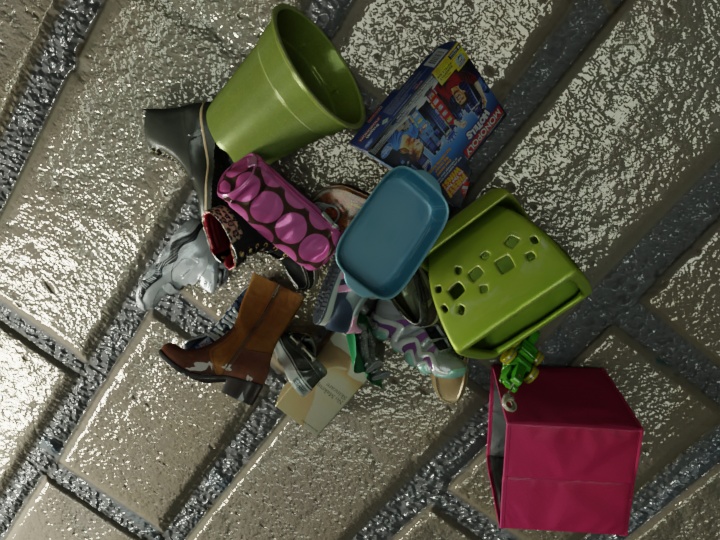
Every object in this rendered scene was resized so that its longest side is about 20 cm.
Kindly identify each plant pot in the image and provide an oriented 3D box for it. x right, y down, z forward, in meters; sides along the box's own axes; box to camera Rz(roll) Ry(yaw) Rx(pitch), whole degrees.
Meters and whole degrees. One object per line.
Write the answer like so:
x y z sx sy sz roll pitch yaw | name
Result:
-0.126 -0.251 0.840 0.189 0.200 0.201 -28 102 26 | plant pot
0.206 0.003 0.845 0.199 0.199 0.182 -36 65 17 | plant pot

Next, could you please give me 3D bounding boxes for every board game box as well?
0.119 -0.198 0.850 0.200 0.062 0.200 -49 127 0 | board game box

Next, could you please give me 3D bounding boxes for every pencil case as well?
-0.117 -0.091 0.854 0.093 0.091 0.200 -27 130 35 | pencil case

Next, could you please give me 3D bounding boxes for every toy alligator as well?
0.251 0.165 0.918 0.059 0.200 0.054 40 134 1 | toy alligator

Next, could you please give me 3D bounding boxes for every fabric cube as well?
0.323 0.290 0.933 0.197 0.196 0.202 1 107 5 | fabric cube

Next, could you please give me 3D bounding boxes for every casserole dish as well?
0.042 -0.054 0.800 0.121 0.039 0.201 37 81 -18 | casserole dish

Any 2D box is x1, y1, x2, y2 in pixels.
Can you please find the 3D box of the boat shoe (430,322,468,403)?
0.153 0.149 0.978 0.070 0.065 0.202 -3 107 8 | boat shoe

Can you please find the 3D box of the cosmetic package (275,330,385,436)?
-0.055 0.190 1.015 0.105 0.071 0.201 36 108 -5 | cosmetic package

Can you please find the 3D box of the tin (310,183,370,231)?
0.006 -0.072 0.944 0.198 0.042 0.113 24 105 0 | tin

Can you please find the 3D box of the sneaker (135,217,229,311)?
-0.308 0.016 0.991 0.115 0.075 0.200 38 105 -2 | sneaker

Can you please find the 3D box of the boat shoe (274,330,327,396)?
-0.103 0.143 0.954 0.063 0.200 0.071 -37 117 -6 | boat shoe

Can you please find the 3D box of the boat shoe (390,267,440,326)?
0.057 -0.001 0.872 0.072 0.066 0.202 -37 75 23 | boat shoe

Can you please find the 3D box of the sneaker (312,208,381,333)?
0.000 0.000 0.850 0.081 0.070 0.202 24 91 -20 | sneaker

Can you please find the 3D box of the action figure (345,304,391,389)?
-0.003 0.086 0.927 0.054 0.201 0.118 -24 142 5 | action figure

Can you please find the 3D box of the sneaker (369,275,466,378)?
0.102 0.077 0.918 0.199 0.077 0.141 29 113 33 | sneaker

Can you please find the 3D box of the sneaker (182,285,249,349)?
-0.236 0.105 0.987 0.070 0.108 0.200 44 109 10 | sneaker

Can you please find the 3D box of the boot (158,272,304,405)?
-0.214 0.093 0.925 0.187 0.069 0.202 19 75 17 | boot

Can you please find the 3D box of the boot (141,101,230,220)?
-0.293 -0.176 0.938 0.137 0.077 0.202 2 94 11 | boot

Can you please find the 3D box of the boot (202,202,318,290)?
-0.159 -0.038 0.910 0.073 0.150 0.202 -11 105 41 | boot
